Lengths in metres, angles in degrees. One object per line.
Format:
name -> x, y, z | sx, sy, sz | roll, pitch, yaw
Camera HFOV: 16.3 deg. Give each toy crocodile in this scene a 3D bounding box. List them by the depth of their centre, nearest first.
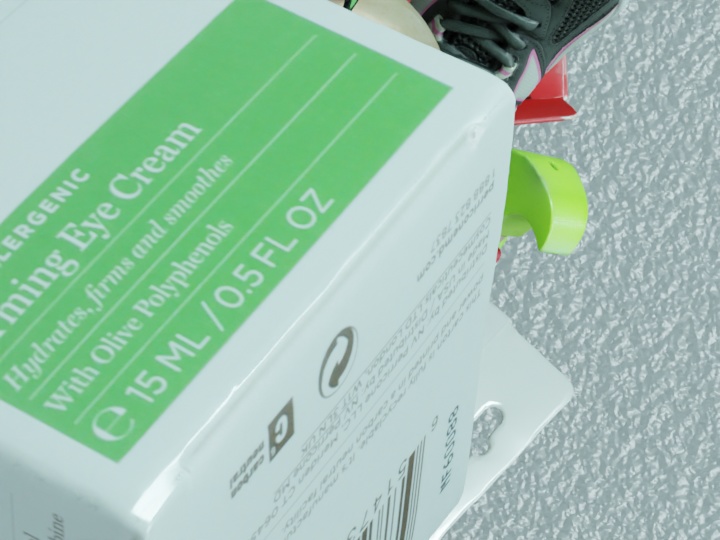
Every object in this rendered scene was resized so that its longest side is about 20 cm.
toy crocodile -> 0.000, 0.000, 1.018 | 0.199, 0.062, 0.067 | -25, 159, 20

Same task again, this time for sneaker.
sneaker -> 0.050, -0.089, 0.995 | 0.087, 0.080, 0.200 | -57, 177, -20

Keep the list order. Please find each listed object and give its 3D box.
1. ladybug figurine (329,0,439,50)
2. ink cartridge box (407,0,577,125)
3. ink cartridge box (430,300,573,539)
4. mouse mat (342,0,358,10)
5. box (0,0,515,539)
ladybug figurine -> -0.054, -0.068, 0.919 | 0.199, 0.072, 0.136 | 7, 128, -45
ink cartridge box -> 0.032, -0.122, 1.198 | 0.200, 0.115, 0.068 | -109, -166, -71
ink cartridge box -> -0.016, 0.034, 1.127 | 0.116, 0.200, 0.068 | -43, 169, -26
mouse mat -> 0.048, -0.186, 0.892 | 0.161, 0.008, 0.200 | -66, 174, 31
box -> -0.078, 0.035, 0.750 | 0.199, 0.171, 0.201 | -49, 155, -38
